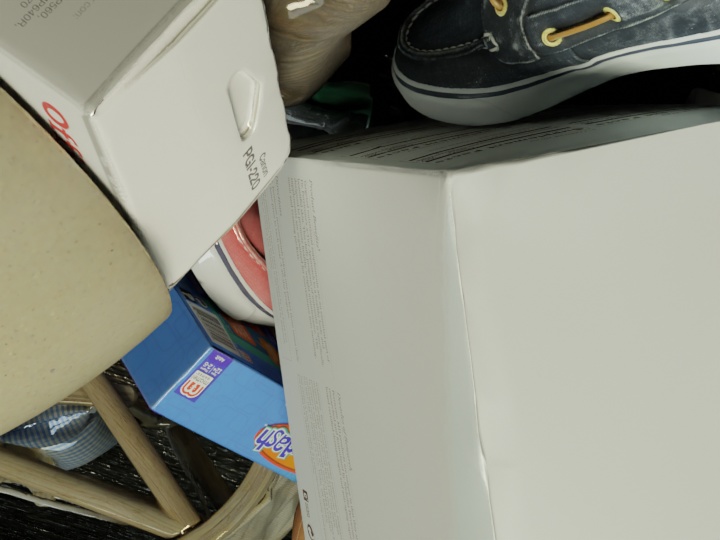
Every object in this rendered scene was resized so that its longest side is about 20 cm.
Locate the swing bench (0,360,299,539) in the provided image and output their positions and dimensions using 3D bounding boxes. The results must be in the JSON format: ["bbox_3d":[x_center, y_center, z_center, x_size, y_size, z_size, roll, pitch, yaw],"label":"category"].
[{"bbox_3d":[-0.140,0.108,0.952,0.200,0.130,0.199,36,174,11],"label":"swing bench"}]

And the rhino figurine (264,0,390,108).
[{"bbox_3d":[-0.031,-0.120,0.641,0.087,0.060,0.200,25,160,-9],"label":"rhino figurine"}]

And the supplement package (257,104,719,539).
[{"bbox_3d":[0.065,0.035,0.667,0.146,0.192,0.200,-12,-169,-23],"label":"supplement package"}]

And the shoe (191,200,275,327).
[{"bbox_3d":[0.000,0.000,0.796,0.091,0.072,0.200,-13,148,29],"label":"shoe"}]

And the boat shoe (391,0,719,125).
[{"bbox_3d":[0.073,-0.115,0.592,0.200,0.071,0.091,-8,141,42],"label":"boat shoe"}]

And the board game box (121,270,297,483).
[{"bbox_3d":[-0.061,0.041,0.841,0.200,0.045,0.152,35,-167,-48],"label":"board game box"}]

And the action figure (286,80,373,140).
[{"bbox_3d":[-0.094,-0.088,0.785,0.199,0.055,0.118,18,162,4],"label":"action figure"}]

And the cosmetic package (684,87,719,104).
[{"bbox_3d":[0.169,0.018,0.761,0.101,0.071,0.200,13,139,-2],"label":"cosmetic package"}]

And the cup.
[{"bbox_3d":[-0.193,0.001,0.615,0.200,0.143,0.200,37,162,14],"label":"cup"}]

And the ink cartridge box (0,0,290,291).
[{"bbox_3d":[-0.132,-0.100,0.619,0.200,0.085,0.146,33,161,18],"label":"ink cartridge box"}]

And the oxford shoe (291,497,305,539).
[{"bbox_3d":[0.057,0.133,0.832,0.199,0.071,0.071,15,124,-21],"label":"oxford shoe"}]
